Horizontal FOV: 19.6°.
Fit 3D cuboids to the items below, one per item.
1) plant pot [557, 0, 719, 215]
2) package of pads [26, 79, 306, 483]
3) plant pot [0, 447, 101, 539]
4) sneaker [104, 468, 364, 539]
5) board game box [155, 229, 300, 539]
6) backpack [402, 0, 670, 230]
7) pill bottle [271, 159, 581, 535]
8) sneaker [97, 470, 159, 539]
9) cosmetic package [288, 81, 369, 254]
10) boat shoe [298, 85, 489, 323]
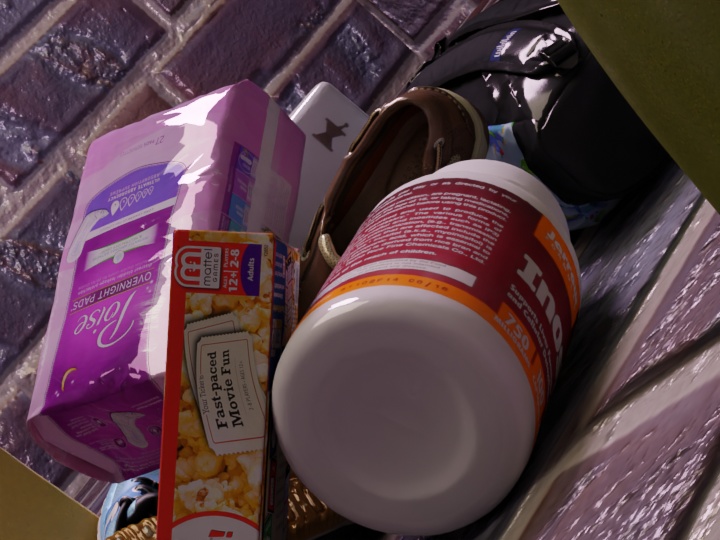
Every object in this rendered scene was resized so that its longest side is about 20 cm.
[{"bbox_3d":[0.144,-0.152,0.850,0.187,0.200,0.187,-48,5,6],"label":"plant pot"},{"bbox_3d":[-0.102,0.004,1.106,0.120,0.076,0.201,-21,46,36],"label":"package of pads"},{"bbox_3d":[-0.248,0.257,1.266,0.195,0.194,0.200,-44,15,42],"label":"plant pot"},{"bbox_3d":[-0.056,0.143,1.066,0.199,0.088,0.076,-30,48,-3],"label":"sneaker"},{"bbox_3d":[-0.058,0.085,0.936,0.152,0.046,0.201,41,-129,-86],"label":"board game box"},{"bbox_3d":[0.102,-0.093,1.170,0.200,0.154,0.163,5,53,49],"label":"backpack"},{"bbox_3d":[0.038,0.024,0.936,0.113,0.113,0.200,-46,6,27],"label":"pill bottle"},{"bbox_3d":[-0.113,0.157,1.210,0.200,0.078,0.090,-90,13,-55],"label":"sneaker"},{"bbox_3d":[-0.036,0.019,1.300,0.165,0.165,0.200,-52,5,-23],"label":"cosmetic package"},{"bbox_3d":[-0.005,-0.003,1.068,0.203,0.074,0.075,-68,-19,6],"label":"boat shoe"}]
